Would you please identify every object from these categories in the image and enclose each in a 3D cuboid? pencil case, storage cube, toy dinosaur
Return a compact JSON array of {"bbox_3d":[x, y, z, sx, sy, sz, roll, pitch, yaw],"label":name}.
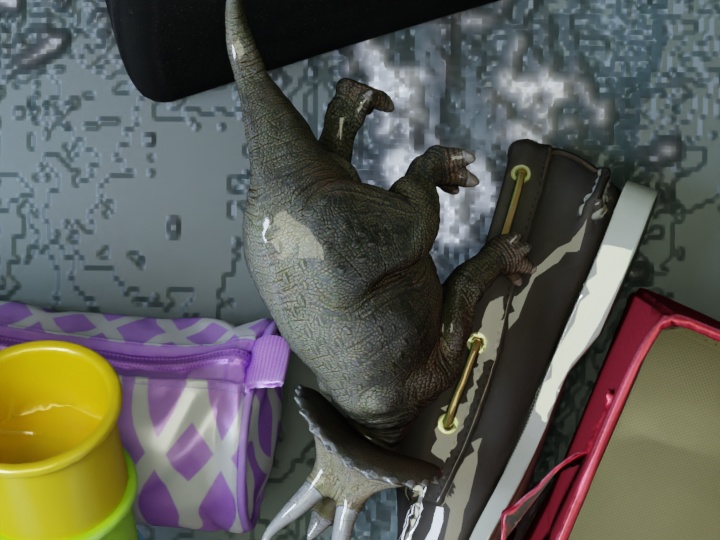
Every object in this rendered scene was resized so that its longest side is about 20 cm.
[{"bbox_3d":[-0.124,0.043,0.798,0.198,0.084,0.086,6,134,2],"label":"pencil case"},{"bbox_3d":[0.138,0.118,0.738,0.199,0.180,0.172,25,94,3],"label":"storage cube"},{"bbox_3d":[0.000,0.000,0.718,0.076,0.102,0.201,4,127,28],"label":"toy dinosaur"}]

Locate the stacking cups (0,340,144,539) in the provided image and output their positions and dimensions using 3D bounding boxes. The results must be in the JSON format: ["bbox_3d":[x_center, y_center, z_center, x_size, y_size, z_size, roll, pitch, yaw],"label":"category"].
[{"bbox_3d":[-0.094,0.114,0.768,0.060,0.061,0.201,-5,133,4],"label":"stacking cups"}]

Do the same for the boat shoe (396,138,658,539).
[{"bbox_3d":[0.041,0.052,0.798,0.060,0.072,0.202,25,87,7],"label":"boat shoe"}]

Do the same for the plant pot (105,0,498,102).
[{"bbox_3d":[-0.022,-0.183,0.737,0.198,0.177,0.202,-16,90,4],"label":"plant pot"}]
